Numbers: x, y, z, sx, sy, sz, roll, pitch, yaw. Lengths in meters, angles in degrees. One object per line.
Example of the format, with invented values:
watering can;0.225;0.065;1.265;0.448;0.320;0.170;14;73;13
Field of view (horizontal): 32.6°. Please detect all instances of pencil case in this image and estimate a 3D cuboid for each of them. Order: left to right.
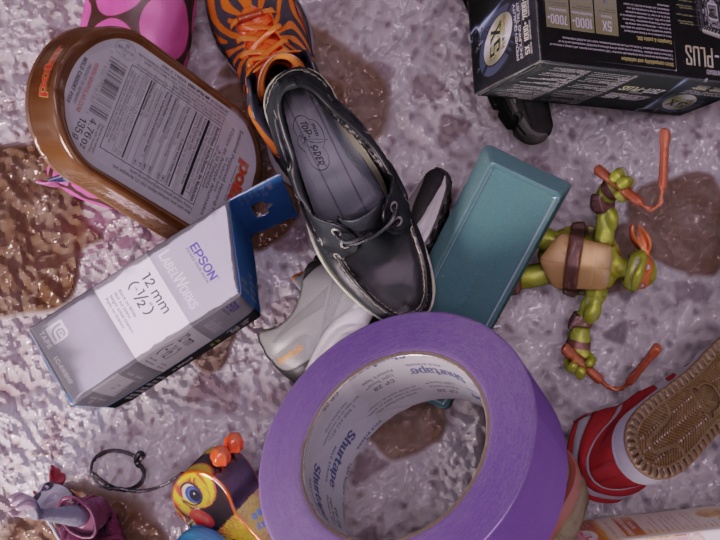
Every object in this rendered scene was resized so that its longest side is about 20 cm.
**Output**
pencil case;-0.182;-0.149;0.938;0.093;0.091;0.202;8;80;19

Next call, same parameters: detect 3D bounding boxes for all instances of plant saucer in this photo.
plant saucer;0.077;0.012;0.896;0.069;0.019;0.201;24;112;-7

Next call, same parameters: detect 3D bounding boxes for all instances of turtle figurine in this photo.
turtle figurine;0.154;-0.018;0.920;0.160;0.064;0.202;10;109;9

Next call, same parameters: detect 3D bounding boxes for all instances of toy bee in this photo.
toy bee;-0.095;0.174;0.871;0.199;0.131;0.109;25;128;-10

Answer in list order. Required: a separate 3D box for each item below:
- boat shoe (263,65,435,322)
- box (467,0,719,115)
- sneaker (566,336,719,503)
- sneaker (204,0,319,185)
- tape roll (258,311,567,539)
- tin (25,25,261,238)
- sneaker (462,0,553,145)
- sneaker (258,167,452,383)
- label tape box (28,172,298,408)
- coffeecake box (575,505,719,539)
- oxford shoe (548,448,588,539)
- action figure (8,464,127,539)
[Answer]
boat shoe;-0.005;-0.048;0.845;0.074;0.066;0.201;-23;96;-2
box;0.181;-0.209;0.900;0.198;0.086;0.165;0;81;-28
sneaker;0.234;0.108;0.915;0.199;0.112;0.072;-23;79;-33
sneaker;-0.064;-0.163;0.922;0.077;0.112;0.201;-25;83;-3
tape roll;0.033;0.129;0.817;0.199;0.066;0.201;-16;50;20
tin;-0.149;-0.094;0.884;0.042;0.200;0.113;10;73;44
sneaker;0.121;-0.197;0.944;0.079;0.075;0.202;-16;83;-4
sneaker;0.000;0.000;0.922;0.079;0.074;0.201;37;85;10
label tape box;-0.121;0.020;0.883;0.199;0.143;0.066;-31;83;-3
coffeecake box;0.247;0.252;0.875;0.198;0.073;0.155;-6;91;-1
oxford shoe;0.090;0.213;0.817;0.200;0.074;0.071;-49;46;-8
action figure;-0.176;0.215;0.879;0.148;0.134;0.201;-11;52;-33
